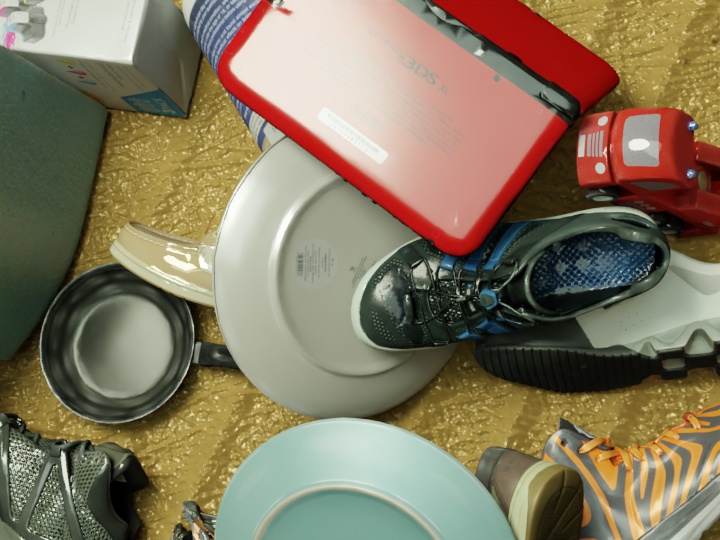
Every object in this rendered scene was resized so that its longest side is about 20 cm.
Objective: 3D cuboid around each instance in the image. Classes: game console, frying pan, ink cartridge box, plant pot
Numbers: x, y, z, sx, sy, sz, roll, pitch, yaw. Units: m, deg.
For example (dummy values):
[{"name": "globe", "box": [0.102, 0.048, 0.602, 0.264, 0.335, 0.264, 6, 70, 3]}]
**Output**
[{"name": "game console", "box": [0.041, -0.124, 0.789, 0.200, 0.119, 0.173, 37, 91, 10]}, {"name": "frying pan", "box": [-0.136, 0.042, 0.879, 0.189, 0.031, 0.116, -15, 76, 4]}, {"name": "ink cartridge box", "box": [-0.229, -0.170, 0.898, 0.199, 0.115, 0.068, 9, 80, 13]}, {"name": "plant pot", "box": [-0.309, -0.039, 0.852, 0.195, 0.196, 0.201, 4, 84, 11]}]

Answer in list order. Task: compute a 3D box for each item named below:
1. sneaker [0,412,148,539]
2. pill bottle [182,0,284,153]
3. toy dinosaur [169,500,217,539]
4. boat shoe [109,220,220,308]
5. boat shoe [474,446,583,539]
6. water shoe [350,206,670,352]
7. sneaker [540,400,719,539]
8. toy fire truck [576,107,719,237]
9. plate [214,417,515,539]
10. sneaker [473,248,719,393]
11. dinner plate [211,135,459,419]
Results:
[{"name": "sneaker", "box": [-0.221, 0.128, 0.856, 0.114, 0.076, 0.200, -39, 77, -1]}, {"name": "pill bottle", "box": [-0.056, -0.168, 0.865, 0.111, 0.111, 0.201, -32, 74, 3]}, {"name": "toy dinosaur", "box": [-0.020, 0.185, 0.809, 0.199, 0.102, 0.136, 17, 98, -21]}, {"name": "boat shoe", "box": [-0.072, -0.006, 0.850, 0.199, 0.074, 0.070, 18, 100, 5]}, {"name": "boat shoe", "box": [0.090, 0.201, 0.765, 0.065, 0.073, 0.201, 27, 114, 44]}, {"name": "water shoe", "box": [0.085, 0.003, 0.745, 0.199, 0.079, 0.072, -17, 94, 9]}, {"name": "sneaker", "box": [0.180, 0.115, 0.778, 0.112, 0.078, 0.200, 41, 88, 15]}, {"name": "toy fire truck", "box": [0.239, -0.057, 0.769, 0.140, 0.200, 0.049, -5, 74, 39]}, {"name": "plate", "box": [-0.001, 0.186, 0.734, 0.199, 0.026, 0.201, 5, 106, 18]}, {"name": "sneaker", "box": [0.172, 0.027, 0.809, 0.199, 0.074, 0.089, -6, 64, 8]}, {"name": "dinner plate", "box": [0.000, 0.000, 0.797, 0.199, 0.024, 0.202, -4, 98, -27]}]
